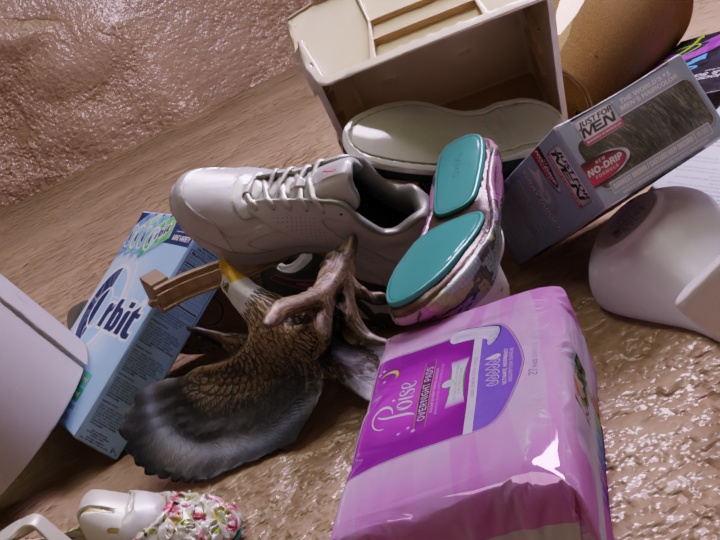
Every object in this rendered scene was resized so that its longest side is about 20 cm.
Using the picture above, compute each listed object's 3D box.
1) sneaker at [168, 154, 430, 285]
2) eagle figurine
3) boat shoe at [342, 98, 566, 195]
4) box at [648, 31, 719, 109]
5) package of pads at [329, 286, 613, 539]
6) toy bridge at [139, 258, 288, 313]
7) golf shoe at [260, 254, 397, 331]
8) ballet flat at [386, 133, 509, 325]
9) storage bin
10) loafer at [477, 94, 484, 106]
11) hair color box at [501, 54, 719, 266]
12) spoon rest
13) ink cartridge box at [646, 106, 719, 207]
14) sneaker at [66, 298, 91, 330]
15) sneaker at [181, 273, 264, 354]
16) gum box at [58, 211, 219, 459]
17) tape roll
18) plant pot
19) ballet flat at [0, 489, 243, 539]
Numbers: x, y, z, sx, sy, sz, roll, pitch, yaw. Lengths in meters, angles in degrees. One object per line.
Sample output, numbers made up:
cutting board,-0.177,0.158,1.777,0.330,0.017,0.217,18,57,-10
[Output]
sneaker,-0.037,-0.053,0.700,0.197,0.100,0.079,7,60,-10
eagle figurine,-0.066,0.060,0.698,0.150,0.152,0.200,10,-43,-37
boat shoe,0.070,-0.091,0.768,0.197,0.075,0.066,-14,-30,-28
box,0.343,-0.190,0.946,0.142,0.036,0.200,-6,27,44
package of pads,0.058,0.091,0.481,0.119,0.076,0.200,-19,19,17
toy bridge,-0.080,-0.021,0.769,0.199,0.028,0.067,-32,25,-21
golf shoe,0.000,0.000,0.789,0.198,0.089,0.077,-13,20,29
ballet flat,0.070,-0.016,0.638,0.068,0.072,0.201,-22,27,28
storage bin,0.062,-0.159,0.817,0.196,0.200,0.095,-20,61,7
loafer,0.131,-0.138,0.944,0.197,0.069,0.076,-1,11,3
hair color box,0.161,-0.068,0.684,0.098,0.061,0.200,-31,-6,-10
spoon rest,0.191,0.000,0.587,0.099,0.061,0.200,-45,10,11
ink cartridge box,0.286,-0.065,0.637,0.200,0.043,0.196,-49,22,-7
sneaker,-0.204,0.033,0.993,0.197,0.078,0.080,-11,4,25
sneaker,-0.103,-0.005,0.910,0.199,0.072,0.113,-32,28,5
gum box,-0.200,0.046,0.847,0.169,0.044,0.202,9,66,60
tape roll,-0.342,0.095,0.792,0.202,0.139,0.204,-36,26,21
plant pot,0.232,-0.237,1.031,0.185,0.187,0.201,-6,39,44
ballet flat,-0.169,0.169,0.579,0.198,0.065,0.076,-23,17,4
